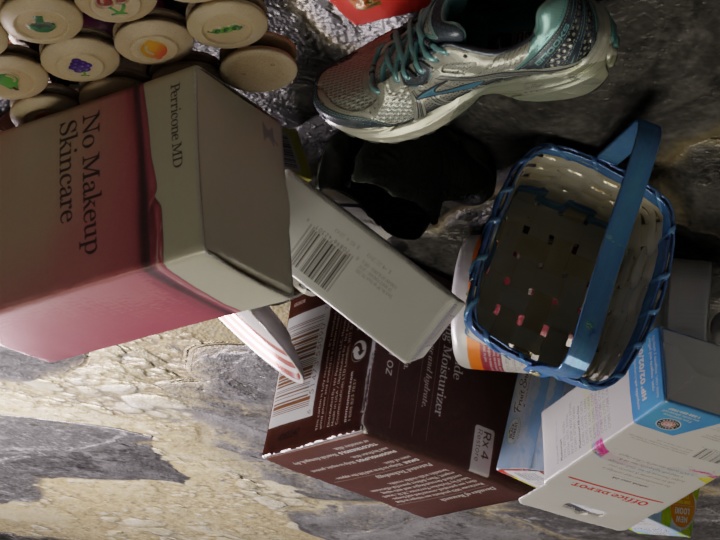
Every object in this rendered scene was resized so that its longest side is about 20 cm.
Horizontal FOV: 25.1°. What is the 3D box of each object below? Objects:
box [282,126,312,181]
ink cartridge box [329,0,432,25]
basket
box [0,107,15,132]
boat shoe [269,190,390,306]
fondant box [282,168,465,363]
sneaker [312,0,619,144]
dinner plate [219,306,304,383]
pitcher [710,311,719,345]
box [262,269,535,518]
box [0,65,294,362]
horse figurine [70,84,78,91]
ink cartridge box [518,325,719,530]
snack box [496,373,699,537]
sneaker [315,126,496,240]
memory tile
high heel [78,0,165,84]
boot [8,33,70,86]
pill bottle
[{"bbox_3d":[-0.123,-0.035,1.233,0.075,0.050,0.200,7,141,-41],"label":"box"},{"bbox_3d":[0.004,-0.191,0.925,0.161,0.058,0.200,-6,148,33],"label":"ink cartridge box"},{"bbox_3d":[0.152,-0.008,1.141,0.138,0.178,0.200,21,172,-1],"label":"basket"},{"bbox_3d":[-0.260,-0.056,1.243,0.100,0.075,0.200,46,154,-8],"label":"box"},{"bbox_3d":[-0.031,-0.013,1.324,0.070,0.070,0.199,23,155,-29],"label":"boat shoe"},{"bbox_3d":[0.000,0.000,1.152,0.144,0.058,0.200,38,-177,5],"label":"fondant box"},{"bbox_3d":[0.052,-0.140,0.988,0.198,0.078,0.086,-13,155,25],"label":"sneaker"},{"bbox_3d":[-0.115,0.021,1.399,0.200,0.024,0.200,42,170,9],"label":"dinner plate"},{"bbox_3d":[0.327,0.023,1.200,0.170,0.122,0.200,-12,160,25],"label":"pitcher"},{"bbox_3d":[0.045,0.110,1.458,0.199,0.167,0.164,23,153,-29],"label":"box"},{"bbox_3d":[-0.155,-0.031,1.042,0.198,0.129,0.109,-16,157,25],"label":"box"},{"bbox_3d":[-0.174,-0.077,1.262,0.131,0.050,0.200,1,154,2],"label":"horse figurine"},{"bbox_3d":[0.220,0.129,1.266,0.114,0.068,0.200,18,143,-23],"label":"ink cartridge box"},{"bbox_3d":[0.222,0.125,1.414,0.199,0.170,0.067,27,160,-34],"label":"snack box"},{"bbox_3d":[0.036,-0.063,1.135,0.059,0.105,0.200,-4,154,28],"label":"sneaker"},{"bbox_3d":[-0.149,-0.136,0.989,0.198,0.017,0.153,-12,153,15],"label":"memory tile"},{"bbox_3d":[-0.149,-0.118,1.081,0.067,0.097,0.200,-22,171,-14],"label":"high heel"},{"bbox_3d":[-0.247,-0.178,1.028,0.106,0.076,0.200,14,159,3],"label":"boot"},{"bbox_3d":[0.178,0.031,1.293,0.198,0.111,0.110,4,157,14],"label":"pill bottle"}]
